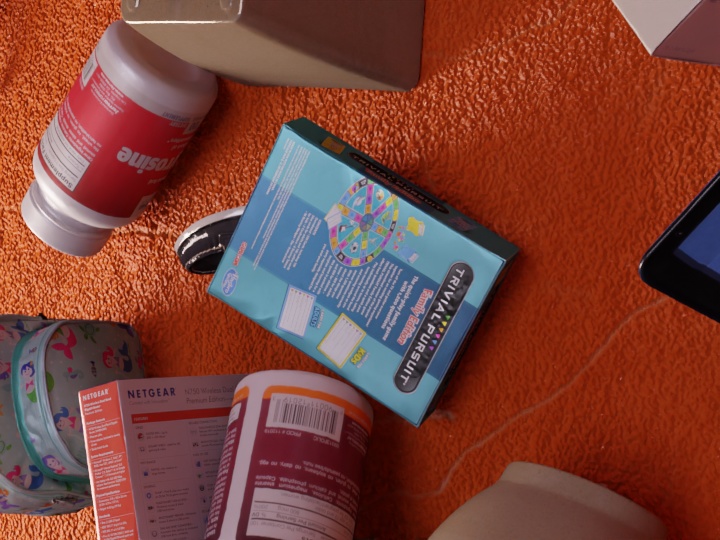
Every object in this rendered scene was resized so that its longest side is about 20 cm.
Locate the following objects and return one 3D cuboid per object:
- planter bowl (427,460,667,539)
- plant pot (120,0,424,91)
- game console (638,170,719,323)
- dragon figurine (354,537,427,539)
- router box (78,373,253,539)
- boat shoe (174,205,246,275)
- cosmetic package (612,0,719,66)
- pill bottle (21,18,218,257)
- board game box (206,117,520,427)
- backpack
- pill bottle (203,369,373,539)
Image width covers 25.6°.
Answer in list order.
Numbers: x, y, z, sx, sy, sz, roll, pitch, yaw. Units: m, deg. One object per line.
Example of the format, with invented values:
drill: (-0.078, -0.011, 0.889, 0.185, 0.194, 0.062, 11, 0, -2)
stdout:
planter bowl: (0.130, 0.214, 1.071, 0.199, 0.200, 0.136, 12, 70, 39)
plant pot: (-0.078, -0.252, 1.241, 0.198, 0.176, 0.203, 7, 95, 40)
game console: (0.301, -0.005, 0.956, 0.201, 0.118, 0.171, -51, 59, 28)
dragon figurine: (0.022, 0.261, 1.229, 0.198, 0.058, 0.101, -6, 86, 41)
router box: (-0.122, 0.176, 1.261, 0.048, 0.199, 0.182, -17, 78, 38)
boat shoe: (-0.072, -0.023, 1.306, 0.198, 0.074, 0.061, -18, 73, 30)
cosmetic package: (0.190, -0.238, 1.062, 0.073, 0.103, 0.201, -45, 62, 33)
pill bottle: (-0.219, -0.112, 1.401, 0.113, 0.112, 0.201, 53, 121, 27)
board game box: (0.000, 0.000, 1.211, 0.199, 0.047, 0.152, 32, 111, 11)
backpack: (-0.283, 0.124, 1.390, 0.150, 0.199, 0.180, -22, 70, 38)
pill bottle: (-0.058, 0.188, 1.201, 0.113, 0.114, 0.202, -13, 55, 39)
